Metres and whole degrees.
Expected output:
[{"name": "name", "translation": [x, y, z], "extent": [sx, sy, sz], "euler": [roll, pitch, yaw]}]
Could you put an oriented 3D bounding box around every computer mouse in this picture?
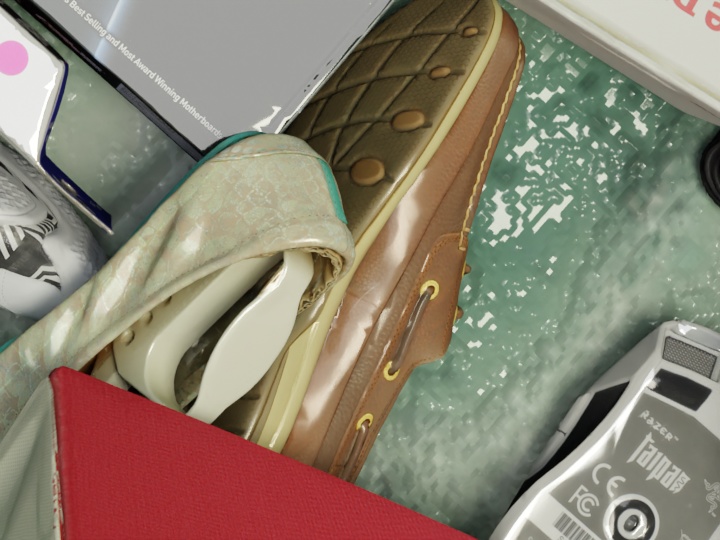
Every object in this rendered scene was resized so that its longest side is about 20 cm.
[{"name": "computer mouse", "translation": [0.106, 0.056, 0.978], "extent": [0.110, 0.044, 0.200], "euler": [42, 84, -11]}]

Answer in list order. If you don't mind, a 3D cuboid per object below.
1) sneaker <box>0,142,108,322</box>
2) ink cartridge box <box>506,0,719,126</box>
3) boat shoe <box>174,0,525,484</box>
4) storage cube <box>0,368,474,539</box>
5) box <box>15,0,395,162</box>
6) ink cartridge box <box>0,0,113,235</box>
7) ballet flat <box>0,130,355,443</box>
[{"name": "sneaker", "translation": [-0.186, -0.008, 0.934], "extent": [0.199, 0.075, 0.115], "euler": [29, 105, -18]}, {"name": "ink cartridge box", "translation": [0.125, -0.157, 0.916], "extent": [0.145, 0.087, 0.201], "euler": [27, 90, -30]}, {"name": "boat shoe", "translation": [0.000, 0.000, 0.956], "extent": [0.067, 0.072, 0.201], "euler": [31, 85, -37]}, {"name": "storage cube", "translation": [-0.053, 0.169, 0.855], "extent": [0.179, 0.201, 0.171], "euler": [24, 119, -23]}, {"name": "box", "translation": [-0.065, -0.153, 0.940], "extent": [0.200, 0.044, 0.160], "euler": [42, 85, -6]}, {"name": "ink cartridge box", "translation": [-0.145, -0.091, 0.917], "extent": [0.037, 0.095, 0.200], "euler": [-45, 96, -1]}, {"name": "ballet flat", "translation": [-0.079, 0.038, 0.913], "extent": [0.200, 0.062, 0.067], "euler": [-47, 141, 18]}]
